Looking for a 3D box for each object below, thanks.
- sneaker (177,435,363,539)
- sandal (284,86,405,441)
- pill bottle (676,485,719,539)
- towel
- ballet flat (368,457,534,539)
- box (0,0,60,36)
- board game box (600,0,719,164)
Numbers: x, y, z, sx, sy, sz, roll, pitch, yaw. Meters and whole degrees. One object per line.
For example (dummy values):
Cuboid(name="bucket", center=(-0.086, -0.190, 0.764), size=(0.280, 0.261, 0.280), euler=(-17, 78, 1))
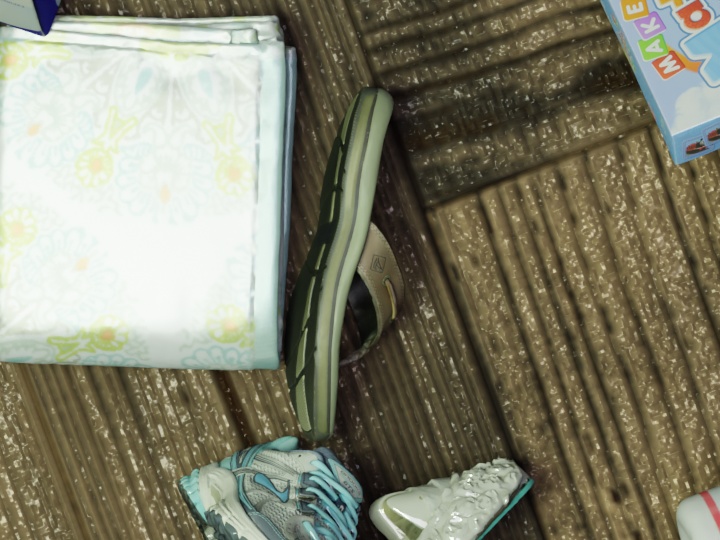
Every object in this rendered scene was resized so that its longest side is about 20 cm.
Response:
Cuboid(name="sneaker", center=(-0.037, 0.132, 1.322), size=(0.086, 0.200, 0.078), euler=(-32, 111, -10))
Cuboid(name="sandal", center=(0.000, -0.001, 1.377), size=(0.057, 0.080, 0.202), euler=(13, 91, -14))
Cuboid(name="pill bottle", center=(0.284, 0.147, 1.361), size=(0.199, 0.109, 0.109), euler=(-20, 92, 1))
Cuboid(name="towel", center=(-0.124, -0.046, 1.389), size=(0.170, 0.048, 0.202), euler=(2, 92, 3))
Cuboid(name="ballet flat", center=(0.017, 0.164, 1.355), size=(0.072, 0.072, 0.200), euler=(43, 66, -1))
Cuboid(name="box", center=(-0.224, -0.259, 1.334), size=(0.183, 0.105, 0.201), euler=(19, 78, 0))
Cuboid(name="board game box", center=(0.238, -0.161, 1.355), size=(0.199, 0.037, 0.152), euler=(-22, 60, 1))
